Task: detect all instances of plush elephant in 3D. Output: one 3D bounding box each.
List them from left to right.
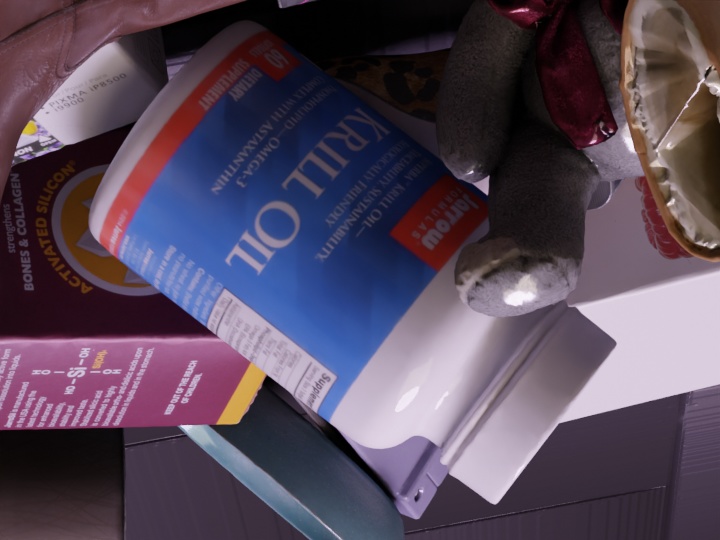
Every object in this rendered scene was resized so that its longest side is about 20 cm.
[{"bbox_3d":[0.091,-0.112,0.983,0.165,0.200,0.155,-17,130,14],"label":"plush elephant"}]

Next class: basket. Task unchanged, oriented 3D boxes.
[{"bbox_3d":[-0.221,0.117,1.309,0.200,0.136,0.180,-1,177,-9],"label":"basket"}]

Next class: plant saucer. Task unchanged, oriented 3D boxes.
[{"bbox_3d":[-0.045,0.088,1.305,0.036,0.200,0.200,-50,151,-7],"label":"plant saucer"}]

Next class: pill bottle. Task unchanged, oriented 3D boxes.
[{"bbox_3d":[0.000,0.000,1.051,0.200,0.112,0.112,37,146,5],"label":"pill bottle"}]

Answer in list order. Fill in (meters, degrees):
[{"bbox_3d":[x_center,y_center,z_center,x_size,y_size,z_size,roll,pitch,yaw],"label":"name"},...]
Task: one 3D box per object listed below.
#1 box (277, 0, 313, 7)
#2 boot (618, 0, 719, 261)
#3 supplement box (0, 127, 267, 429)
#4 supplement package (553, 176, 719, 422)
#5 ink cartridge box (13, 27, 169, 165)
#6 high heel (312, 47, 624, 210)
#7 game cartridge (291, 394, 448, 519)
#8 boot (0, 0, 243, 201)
[{"bbox_3d":[0.019,-0.198,0.818,0.148,0.124,0.200,-13,153,2],"label":"box"},{"bbox_3d":[0.162,-0.121,0.893,0.200,0.175,0.066,-30,-165,-36],"label":"boot"},{"bbox_3d":[-0.145,0.004,1.146,0.200,0.110,0.086,0,150,-20],"label":"supplement box"},{"bbox_3d":[0.162,-0.026,1.190,0.200,0.121,0.120,-15,152,5],"label":"supplement package"},{"bbox_3d":[-0.163,-0.106,0.998,0.109,0.050,0.200,-19,152,14],"label":"ink cartridge box"},{"bbox_3d":[0.048,-0.076,1.142,0.200,0.143,0.071,9,122,27],"label":"high heel"},{"bbox_3d":[0.026,0.031,1.259,0.130,0.038,0.200,-54,152,-10],"label":"game cartridge"},{"bbox_3d":[-0.083,-0.087,0.972,0.200,0.064,0.186,-27,147,-26],"label":"boot"}]
